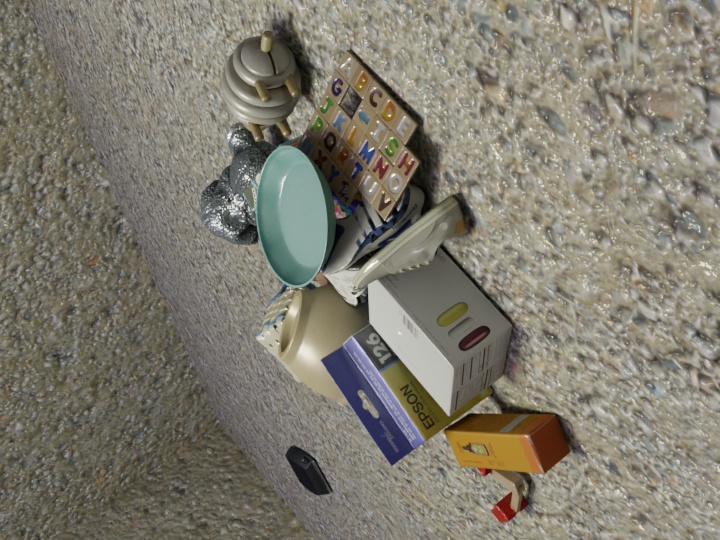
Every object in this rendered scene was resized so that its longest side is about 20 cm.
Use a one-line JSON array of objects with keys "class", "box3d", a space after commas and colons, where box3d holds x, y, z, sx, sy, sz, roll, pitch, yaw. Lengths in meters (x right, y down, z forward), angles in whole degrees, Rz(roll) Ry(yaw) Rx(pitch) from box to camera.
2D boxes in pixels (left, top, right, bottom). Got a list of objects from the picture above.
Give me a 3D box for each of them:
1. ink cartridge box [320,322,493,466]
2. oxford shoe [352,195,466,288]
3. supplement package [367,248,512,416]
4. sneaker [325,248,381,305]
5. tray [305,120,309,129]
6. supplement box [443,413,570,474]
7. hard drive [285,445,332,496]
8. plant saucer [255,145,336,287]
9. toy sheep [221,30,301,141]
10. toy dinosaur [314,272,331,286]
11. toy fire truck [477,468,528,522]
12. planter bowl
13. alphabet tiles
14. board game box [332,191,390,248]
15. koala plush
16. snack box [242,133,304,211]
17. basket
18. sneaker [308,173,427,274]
[{"class": "ink cartridge box", "box3d": [0.073, 0.163, 1.662, 0.199, 0.199, 0.047, 54, 152, 9]}, {"class": "oxford shoe", "box3d": [0.066, -0.024, 1.461, 0.199, 0.075, 0.058, -36, 95, 29]}, {"class": "supplement package", "box3d": [0.112, 0.077, 1.568, 0.200, 0.110, 0.157, 48, 160, 26]}, {"class": "sneaker", "box3d": [0.000, 0.000, 1.657, 0.116, 0.076, 0.200, 49, 163, -25]}, {"class": "tray", "box3d": [-0.038, -0.143, 1.747, 0.201, 0.022, 0.108, 51, 160, 21]}, {"class": "supplement box", "box3d": [0.213, 0.252, 1.588, 0.199, 0.068, 0.067, -10, 108, 55]}, {"class": "hard drive", "box3d": [-0.160, 0.604, 3.218, 0.136, 0.042, 0.199, 63, 161, -14]}, {"class": "plant saucer", "box3d": [-0.087, -0.078, 1.540, 0.199, 0.036, 0.203, 15, 108, 53]}, {"class": "toy sheep", "box3d": [-0.149, -0.287, 1.645, 0.138, 0.137, 0.201, 51, 146, 19]}, {"class": "toy dinosaur", "box3d": [-0.051, -0.014, 1.842, 0.136, 0.085, 0.202, -128, 16, -60]}, {"class": "toy fire truck", "box3d": [0.229, 0.327, 1.761, 0.142, 0.048, 0.201, 52, 160, 17]}, {"class": "planter bowl", "box3d": [-0.058, 0.108, 1.775, 0.133, 0.203, 0.200, 16, 168, -14]}, {"class": "alphabet tiles", "box3d": [0.001, -0.172, 1.463, 0.201, 0.007, 0.168, 51, 126, 29]}, {"class": "board game box", "box3d": [0.007, -0.050, 1.690, 0.134, 0.045, 0.201, 28, 148, 34]}, {"class": "koala plush", "box3d": [-0.191, -0.157, 1.921, 0.178, 0.183, 0.200, 53, 149, 12]}, {"class": "snack box", "box3d": [-0.103, -0.163, 1.680, 0.037, 0.115, 0.200, 59, 151, 4]}, {"class": "basket", "box3d": [-0.086, 0.092, 1.962, 0.176, 0.201, 0.139, 45, 126, -14]}, {"class": "sneaker", "box3d": [0.028, -0.061, 1.529, 0.199, 0.114, 0.081, -39, 63, 35]}]
